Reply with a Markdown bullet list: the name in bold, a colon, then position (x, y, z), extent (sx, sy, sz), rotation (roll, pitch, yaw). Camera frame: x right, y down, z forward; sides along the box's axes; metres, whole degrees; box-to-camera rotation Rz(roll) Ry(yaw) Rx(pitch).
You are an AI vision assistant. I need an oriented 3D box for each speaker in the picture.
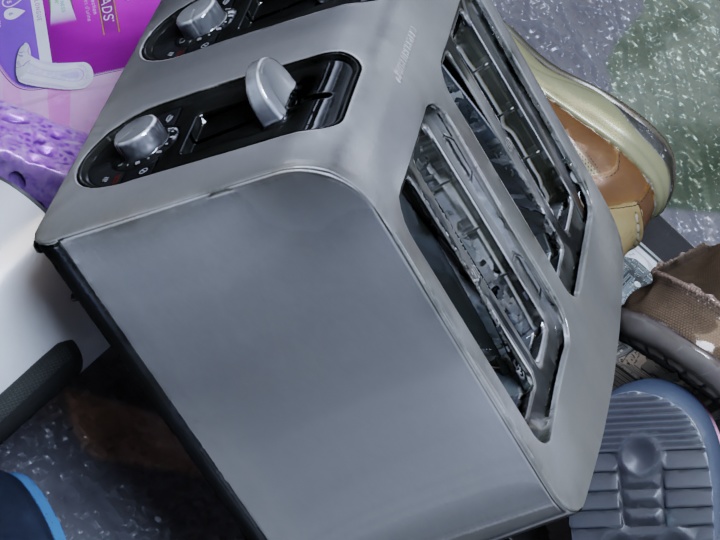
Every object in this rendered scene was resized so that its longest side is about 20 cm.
- **speaker**: position (-0.178, 0.057, 0.767), extent (0.081, 0.081, 0.200), rotation (42, 64, 9)

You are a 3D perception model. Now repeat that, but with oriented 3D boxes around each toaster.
- **toaster**: position (0.000, 0.000, 0.794), extent (0.200, 0.119, 0.181), rotation (58, 28, -24)

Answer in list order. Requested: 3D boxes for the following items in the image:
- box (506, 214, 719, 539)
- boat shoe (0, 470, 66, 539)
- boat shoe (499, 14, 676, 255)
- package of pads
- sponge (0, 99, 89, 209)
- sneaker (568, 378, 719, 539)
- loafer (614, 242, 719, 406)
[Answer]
- **box**: position (0.078, 0.046, 0.965), extent (0.158, 0.050, 0.200), rotation (44, 47, 10)
- **boat shoe**: position (-0.125, 0.152, 0.753), extent (0.069, 0.084, 0.200), rotation (6, 50, -30)
- **boat shoe**: position (0.033, -0.065, 0.944), extent (0.200, 0.076, 0.074), rotation (31, 62, 0)
- **package of pads**: position (-0.115, -0.103, 0.944), extent (0.120, 0.076, 0.200), rotation (-13, 56, -2)
- **sponge**: position (-0.187, -0.033, 0.847), extent (0.200, 0.112, 0.030), rotation (22, 43, -11)
- **sneaker**: position (0.111, 0.138, 0.855), extent (0.070, 0.200, 0.082), rotation (6, 8, 16)
- **loafer**: position (0.155, 0.007, 0.902), extent (0.073, 0.071, 0.200), rotation (33, 16, 16)
